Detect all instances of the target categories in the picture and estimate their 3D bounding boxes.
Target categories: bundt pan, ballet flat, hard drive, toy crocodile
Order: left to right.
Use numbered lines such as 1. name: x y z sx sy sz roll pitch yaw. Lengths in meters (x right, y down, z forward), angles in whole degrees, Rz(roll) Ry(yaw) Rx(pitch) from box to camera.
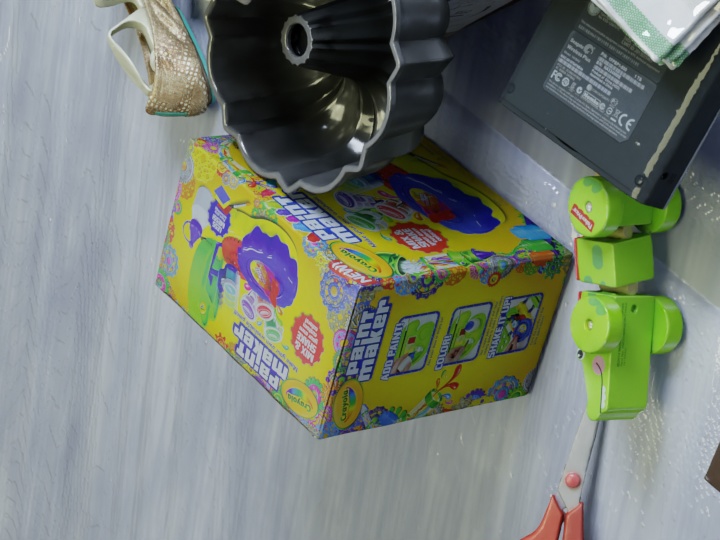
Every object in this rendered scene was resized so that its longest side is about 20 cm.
1. ballet flat: -0.179 -0.211 1.823 0.071 0.065 0.200 113 138 -63
2. bundt pan: -0.014 -0.152 1.481 0.202 0.076 0.202 11 104 48
3. toy crocodile: 0.163 -0.002 1.456 0.062 0.067 0.200 8 101 54
4. hard drive: 0.181 -0.158 1.387 0.140 0.033 0.200 40 109 39

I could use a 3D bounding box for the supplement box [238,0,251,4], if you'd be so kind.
1. supplement box: -0.065 -0.286 1.432 0.200 0.073 0.126 -55 38 8

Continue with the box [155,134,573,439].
1. box: 0.000 0.000 1.553 0.200 0.192 0.122 40 126 38

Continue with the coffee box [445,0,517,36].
1. coffee box: 0.034 -0.216 1.549 0.200 0.080 0.115 -20 81 50

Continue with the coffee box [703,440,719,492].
1. coffee box: 0.293 0.067 1.299 0.114 0.080 0.200 43 127 37

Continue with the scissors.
1. scissors: 0.134 0.152 1.530 0.073 0.014 0.200 3 101 12

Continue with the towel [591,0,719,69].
1. towel: 0.192 -0.235 1.307 0.149 0.031 0.200 43 108 3
